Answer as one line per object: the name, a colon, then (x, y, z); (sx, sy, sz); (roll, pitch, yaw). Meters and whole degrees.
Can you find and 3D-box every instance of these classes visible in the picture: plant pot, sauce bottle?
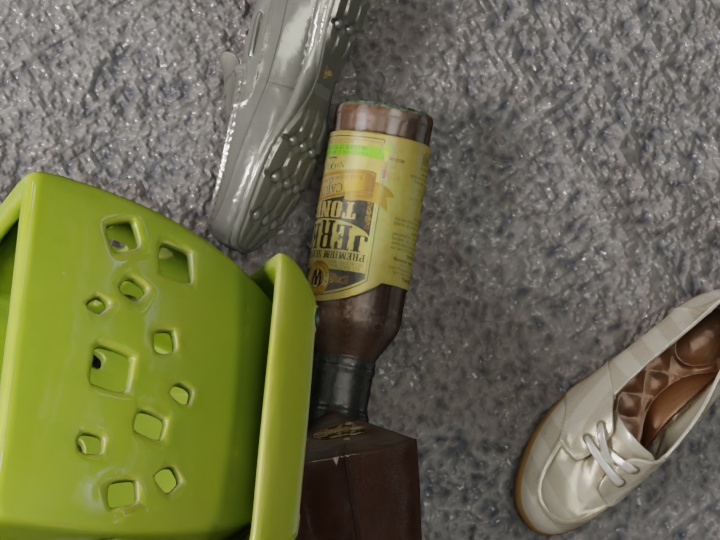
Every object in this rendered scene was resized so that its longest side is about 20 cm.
plant pot: (-0.133, 0.081, 1.369); (0.180, 0.200, 0.200); (12, 68, -18)
sauce bottle: (0.000, 0.000, 1.481); (0.064, 0.065, 0.201); (9, 83, -10)

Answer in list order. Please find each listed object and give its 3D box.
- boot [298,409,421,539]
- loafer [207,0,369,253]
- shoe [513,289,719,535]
boot: (0.042, 0.174, 1.450); (0.185, 0.064, 0.201); (-11, 98, -10)
loafer: (-0.053, -0.110, 1.489); (0.069, 0.070, 0.201); (17, 83, 24)
shoe: (0.170, 0.082, 1.510); (0.070, 0.053, 0.200); (45, 78, -3)
